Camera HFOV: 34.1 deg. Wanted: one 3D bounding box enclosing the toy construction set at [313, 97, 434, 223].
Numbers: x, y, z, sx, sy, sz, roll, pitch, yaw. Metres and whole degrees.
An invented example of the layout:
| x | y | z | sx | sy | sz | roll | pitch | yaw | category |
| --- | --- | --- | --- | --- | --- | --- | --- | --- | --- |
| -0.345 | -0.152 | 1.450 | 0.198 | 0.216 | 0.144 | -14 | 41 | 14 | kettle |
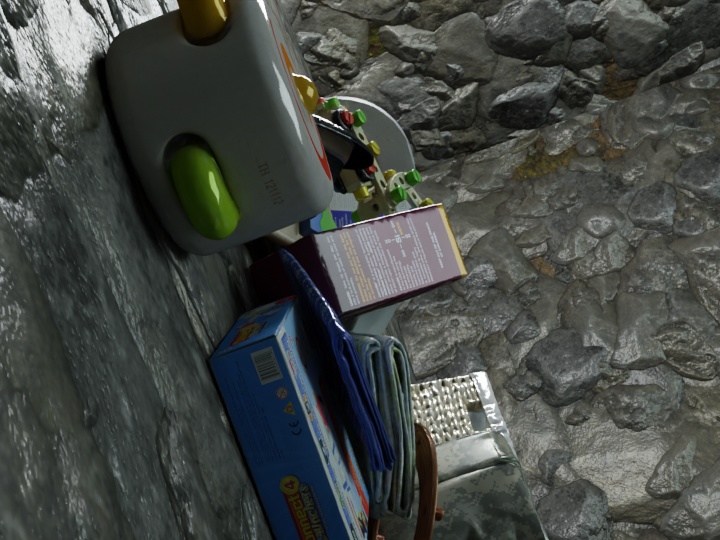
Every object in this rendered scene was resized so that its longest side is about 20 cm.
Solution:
| x | y | z | sx | sy | sz | roll | pitch | yaw | category |
| --- | --- | --- | --- | --- | --- | --- | --- | --- | --- |
| 0.000 | -0.135 | 1.402 | 0.200 | 0.092 | 0.131 | 53 | 27 | 13 | toy construction set |

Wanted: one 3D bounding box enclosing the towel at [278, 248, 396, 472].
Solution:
| x | y | z | sx | sy | sz | roll | pitch | yaw | category |
| --- | --- | --- | --- | --- | --- | --- | --- | --- | --- |
| -0.026 | 0.076 | 1.039 | 0.200 | 0.024 | 0.145 | -130 | -161 | -62 | towel |

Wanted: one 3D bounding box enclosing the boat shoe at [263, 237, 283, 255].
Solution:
| x | y | z | sx | sy | sz | roll | pitch | yaw | category |
| --- | --- | --- | --- | --- | --- | --- | --- | --- | --- |
| -0.098 | -0.065 | 1.375 | 0.073 | 0.063 | 0.201 | 22 | 37 | -52 | boat shoe |

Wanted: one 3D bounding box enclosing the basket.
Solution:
| x | y | z | sx | sy | sz | roll | pitch | yaw | category |
| --- | --- | --- | --- | --- | --- | --- | --- | --- | --- |
| 0.124 | 0.281 | 1.656 | 0.199 | 0.160 | 0.201 | -104 | -170 | -54 | basket |

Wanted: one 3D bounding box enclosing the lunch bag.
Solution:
| x | y | z | sx | sy | sz | roll | pitch | yaw | category |
| --- | --- | --- | --- | --- | --- | --- | --- | --- | --- |
| 0.099 | 0.288 | 1.271 | 0.168 | 0.199 | 0.140 | -118 | -165 | -62 | lunch bag |

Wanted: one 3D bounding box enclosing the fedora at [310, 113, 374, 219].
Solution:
| x | y | z | sx | sy | sz | roll | pitch | yaw | category |
| --- | --- | --- | --- | --- | --- | --- | --- | --- | --- |
| -0.087 | -0.104 | 1.156 | 0.201 | 0.200 | 0.092 | 47 | 57 | -80 | fedora |

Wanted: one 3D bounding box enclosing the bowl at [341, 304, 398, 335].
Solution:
| x | y | z | sx | sy | sz | roll | pitch | yaw | category |
| --- | --- | --- | --- | --- | --- | --- | --- | --- | --- |
| -0.015 | 0.032 | 1.418 | 0.090 | 0.202 | 0.201 | 29 | -5 | 12 | bowl |

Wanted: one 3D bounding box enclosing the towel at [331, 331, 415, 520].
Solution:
| x | y | z | sx | sy | sz | roll | pitch | yaw | category |
| --- | --- | --- | --- | --- | --- | --- | --- | --- | --- |
| 0.004 | 0.146 | 1.151 | 0.200 | 0.048 | 0.172 | 175 | -89 | -73 | towel |

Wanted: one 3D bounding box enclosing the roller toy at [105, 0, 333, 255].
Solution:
| x | y | z | sx | sy | sz | roll | pitch | yaw | category |
| --- | --- | --- | --- | --- | --- | --- | --- | --- | --- |
| -0.100 | -0.118 | 0.904 | 0.182 | 0.139 | 0.201 | 52 | 18 | -79 | roller toy |

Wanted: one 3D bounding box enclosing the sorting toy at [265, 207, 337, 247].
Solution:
| x | y | z | sx | sy | sz | roll | pitch | yaw | category |
| --- | --- | --- | --- | --- | --- | --- | --- | --- | --- |
| -0.085 | -0.097 | 1.309 | 0.185 | 0.036 | 0.201 | 29 | 34 | -48 | sorting toy |

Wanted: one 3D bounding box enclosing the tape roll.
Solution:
| x | y | z | sx | sy | sz | roll | pitch | yaw | category |
| --- | --- | --- | --- | --- | --- | --- | --- | --- | --- |
| -0.026 | -0.131 | 1.577 | 0.066 | 0.199 | 0.201 | -82 | 152 | -80 | tape roll |

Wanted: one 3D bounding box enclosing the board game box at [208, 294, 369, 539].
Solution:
| x | y | z | sx | sy | sz | roll | pitch | yaw | category |
| --- | --- | --- | --- | --- | --- | --- | --- | --- | --- |
| -0.052 | 0.135 | 0.968 | 0.196 | 0.056 | 0.201 | -80 | 151 | -83 | board game box |

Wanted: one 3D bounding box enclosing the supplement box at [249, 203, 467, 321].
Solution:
| x | y | z | sx | sy | sz | roll | pitch | yaw | category |
| --- | --- | --- | --- | --- | --- | --- | --- | --- | --- |
| 0.000 | 0.000 | 1.220 | 0.200 | 0.110 | 0.086 | -16 | 84 | -45 | supplement box |

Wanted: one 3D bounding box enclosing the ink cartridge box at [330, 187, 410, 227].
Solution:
| x | y | z | sx | sy | sz | roll | pitch | yaw | category |
| --- | --- | --- | --- | --- | --- | --- | --- | --- | --- |
| -0.027 | -0.074 | 1.482 | 0.037 | 0.199 | 0.095 | 148 | -59 | -60 | ink cartridge box |

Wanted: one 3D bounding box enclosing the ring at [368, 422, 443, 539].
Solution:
| x | y | z | sx | sy | sz | roll | pitch | yaw | category |
| --- | --- | --- | --- | --- | --- | --- | --- | --- | --- |
| 0.040 | 0.247 | 1.128 | 0.200 | 0.019 | 0.201 | -165 | -90 | -77 | ring |
